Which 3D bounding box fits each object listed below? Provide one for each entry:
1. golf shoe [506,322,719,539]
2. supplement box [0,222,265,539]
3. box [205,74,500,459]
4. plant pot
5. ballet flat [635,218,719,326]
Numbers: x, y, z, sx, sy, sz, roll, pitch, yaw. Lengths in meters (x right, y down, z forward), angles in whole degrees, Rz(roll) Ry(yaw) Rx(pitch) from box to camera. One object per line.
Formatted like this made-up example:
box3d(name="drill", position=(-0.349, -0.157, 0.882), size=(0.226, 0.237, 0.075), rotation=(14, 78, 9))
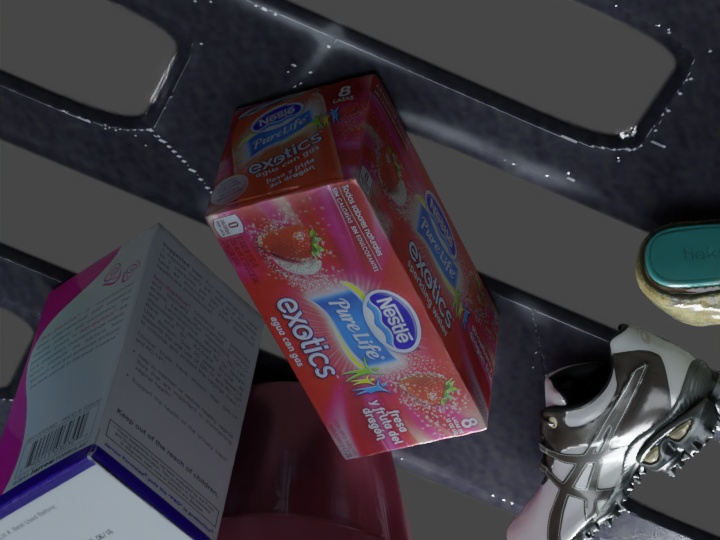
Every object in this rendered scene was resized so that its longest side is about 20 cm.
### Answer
box3d(name="golf shoe", position=(0.138, 0.103, 1.569), size=(0.094, 0.078, 0.200), rotation=(41, 125, -3))
box3d(name="supplement box", position=(-0.137, 0.085, 1.501), size=(0.101, 0.200, 0.103), rotation=(-30, 121, 31))
box3d(name="box", position=(0.000, 0.000, 1.471), size=(0.095, 0.100, 0.200), rotation=(-14, 127, 20))
box3d(name="plant pot", position=(-0.047, 0.175, 1.567), size=(0.200, 0.179, 0.200), rotation=(2, 138, 1))
box3d(name="ballet flat", position=(0.257, -0.001, 1.459), size=(0.200, 0.071, 0.071), rotation=(-4, 130, 12))
